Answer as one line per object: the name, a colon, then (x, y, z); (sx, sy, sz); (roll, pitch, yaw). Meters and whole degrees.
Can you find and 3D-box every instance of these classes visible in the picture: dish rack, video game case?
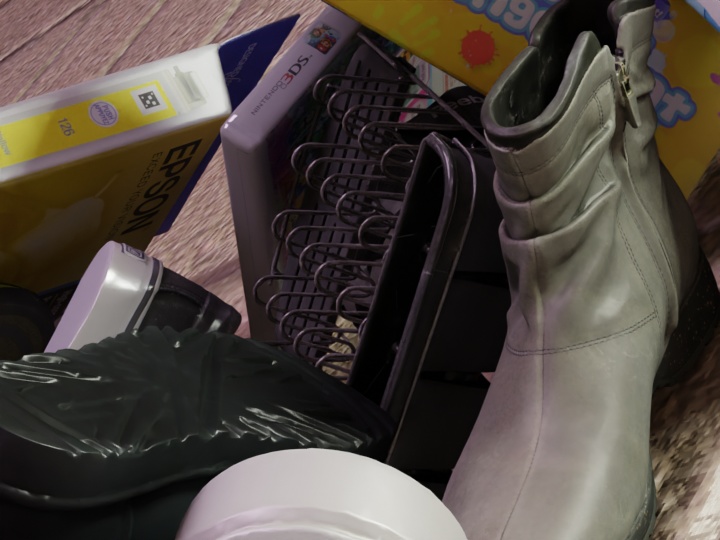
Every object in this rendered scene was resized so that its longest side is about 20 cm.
dish rack: (0.000, 0.000, 0.968); (0.200, 0.054, 0.154); (50, 126, 59)
video game case: (0.008, -0.068, 1.146); (0.182, 0.024, 0.200); (-50, -19, -22)

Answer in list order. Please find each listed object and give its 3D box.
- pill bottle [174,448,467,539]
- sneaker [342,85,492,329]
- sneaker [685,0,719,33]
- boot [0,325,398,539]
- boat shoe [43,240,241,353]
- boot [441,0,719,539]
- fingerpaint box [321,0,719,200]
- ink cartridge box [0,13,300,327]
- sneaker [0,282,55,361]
pill bottle: (-0.024, 0.143, 0.687); (0.114, 0.114, 0.200); (-35, 23, 29)
sneaker: (0.048, -0.030, 1.010); (0.200, 0.066, 0.091); (166, 104, -63)
sneaker: (0.147, -0.133, 0.825); (0.079, 0.200, 0.131); (-28, -37, -32)
boot: (-0.085, 0.108, 0.821); (0.200, 0.076, 0.168); (-5, -58, -57)
boat shoe: (-0.107, 0.091, 0.950); (0.200, 0.068, 0.072); (-63, 12, -7)
boot: (0.056, 0.004, 0.815); (0.068, 0.131, 0.200); (-1, 36, 24)
fingerpaint box: (0.037, -0.115, 0.972); (0.073, 0.200, 0.167); (-59, 12, 9)
ink cartridge box: (-0.131, -0.022, 1.156); (0.200, 0.047, 0.198); (-18, -20, -31)
sneaker: (-0.187, 0.091, 1.075); (0.081, 0.074, 0.200); (17, 65, 52)
